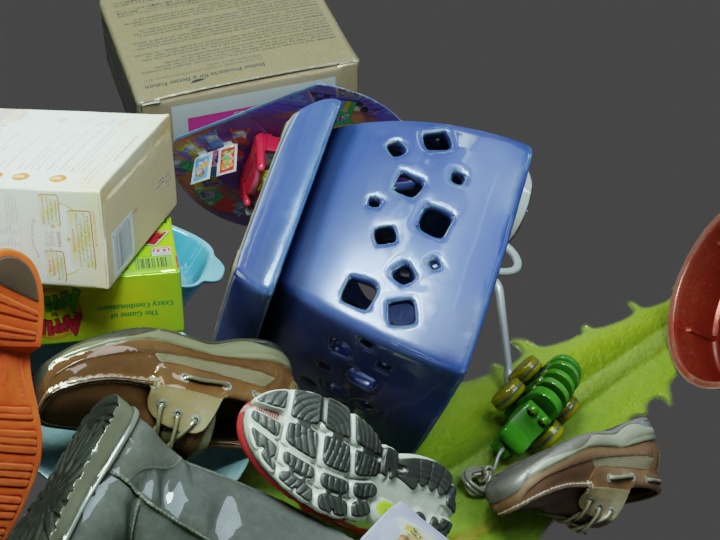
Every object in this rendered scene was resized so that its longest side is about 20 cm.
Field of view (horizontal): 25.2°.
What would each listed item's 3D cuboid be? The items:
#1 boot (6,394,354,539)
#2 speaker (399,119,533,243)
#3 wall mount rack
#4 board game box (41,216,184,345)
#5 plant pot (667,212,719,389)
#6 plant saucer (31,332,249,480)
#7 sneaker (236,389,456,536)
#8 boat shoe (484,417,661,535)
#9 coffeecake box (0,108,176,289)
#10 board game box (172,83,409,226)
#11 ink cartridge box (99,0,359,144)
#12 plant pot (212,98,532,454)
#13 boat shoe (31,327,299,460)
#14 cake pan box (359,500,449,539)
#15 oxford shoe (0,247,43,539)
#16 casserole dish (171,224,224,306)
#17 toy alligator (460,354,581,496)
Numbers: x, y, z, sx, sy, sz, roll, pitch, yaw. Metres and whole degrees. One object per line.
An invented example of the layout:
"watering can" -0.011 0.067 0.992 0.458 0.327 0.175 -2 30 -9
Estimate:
"boot" -0.116 0.195 1.007 0.200 0.073 0.182 42 66 -23
"speaker" 0.056 -0.092 1.510 0.200 0.081 0.081 20 34 -14
"wall mount rack" 0.059 0.023 1.372 0.200 0.075 0.174 2 38 -35
"board game box" -0.225 0.010 1.103 0.200 0.048 0.102 -5 23 -9
"plant pot" 0.429 0.051 1.516 0.195 0.201 0.201 24 32 -23
"plant saucer" -0.174 0.101 1.117 0.201 0.039 0.201 19 35 -14
"sneaker" -0.021 0.146 1.104 0.200 0.085 0.077 36 55 -38
"boat shoe" 0.177 0.167 1.257 0.200 0.076 0.072 -10 74 -45
"coffeecake box" -0.245 -0.054 1.099 0.200 0.073 0.154 3 25 10
"board game box" -0.053 -0.073 1.312 0.158 0.200 0.039 45 35 -48
"ink cartridge box" -0.120 -0.190 1.452 0.200 0.075 0.165 -12 47 -14
"plant pot" 0.000 0.000 1.199 0.180 0.200 0.200 19 63 -3
"boat shoe" -0.121 0.087 1.073 0.200 0.076 0.074 0 46 -36
"cake pan box" 0.053 0.261 0.940 0.200 0.184 0.052 37 38 11
"oxford shoe" -0.246 0.087 1.007 0.071 0.073 0.200 21 71 -50
"casserole dish" -0.204 -0.018 1.228 0.200 0.039 0.121 20 21 -4
"toy alligator" 0.141 0.116 1.308 0.059 0.054 0.200 46 37 -1
